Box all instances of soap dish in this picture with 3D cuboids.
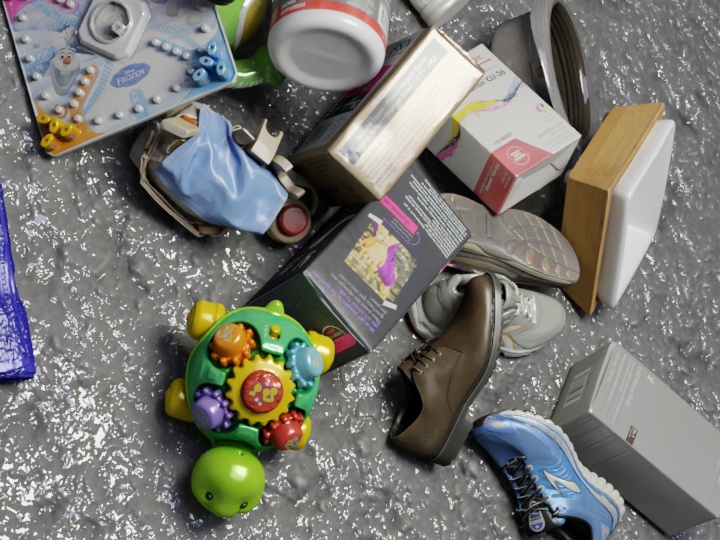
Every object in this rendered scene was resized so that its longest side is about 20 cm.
[{"bbox_3d":[0.281,-0.072,1.743,0.080,0.201,0.158,22,51,19],"label":"soap dish"}]

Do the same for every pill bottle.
[{"bbox_3d":[-0.024,-0.287,1.530,0.115,0.116,0.202,22,57,-25],"label":"pill bottle"}]

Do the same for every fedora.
[{"bbox_3d":[0.205,-0.214,1.785,0.177,0.089,0.202,-42,117,-63],"label":"fedora"}]

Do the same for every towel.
[{"bbox_3d":[-0.363,0.003,1.352,0.146,0.049,0.202,-4,73,-36],"label":"towel"}]

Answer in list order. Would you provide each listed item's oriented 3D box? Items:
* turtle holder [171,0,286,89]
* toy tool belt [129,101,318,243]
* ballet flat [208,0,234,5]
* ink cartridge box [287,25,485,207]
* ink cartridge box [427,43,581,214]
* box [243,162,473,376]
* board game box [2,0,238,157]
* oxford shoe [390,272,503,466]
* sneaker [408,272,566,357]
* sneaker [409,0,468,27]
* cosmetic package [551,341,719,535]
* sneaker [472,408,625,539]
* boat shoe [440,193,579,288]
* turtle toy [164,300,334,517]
[{"bbox_3d":[-0.143,-0.275,1.542,0.131,0.142,0.186,-30,59,-23],"label":"turtle holder"},{"bbox_3d":[-0.119,-0.086,1.500,0.199,0.123,0.126,33,81,-18],"label":"toy tool belt"},{"bbox_3d":[-0.123,-0.330,1.469,0.066,0.057,0.202,17,46,-26],"label":"ballet flat"},{"bbox_3d":[0.019,-0.149,1.550,0.075,0.200,0.165,40,80,-11],"label":"ink cartridge box"},{"bbox_3d":[0.127,-0.169,1.703,0.116,0.068,0.200,-31,67,-36],"label":"ink cartridge box"},{"bbox_3d":[0.000,0.000,1.553,0.106,0.122,0.200,50,52,-8],"label":"box"},{"bbox_3d":[-0.235,-0.234,1.464,0.026,0.198,0.202,34,36,-74],"label":"board game box"},{"bbox_3d":[0.085,0.093,1.560,0.084,0.073,0.202,20,93,-20],"label":"oxford shoe"},{"bbox_3d":[0.152,0.043,1.659,0.198,0.092,0.077,4,68,-34],"label":"sneaker"},{"bbox_3d":[0.122,-0.366,1.829,0.089,0.075,0.200,47,53,6],"label":"sneaker"},{"bbox_3d":[0.311,0.187,1.711,0.199,0.090,0.107,36,52,-13],"label":"cosmetic package"},{"bbox_3d":[0.191,0.223,1.619,0.200,0.078,0.090,42,51,-13],"label":"sneaker"},{"bbox_3d":[0.145,-0.025,1.696,0.198,0.073,0.075,21,54,-19],"label":"boat shoe"},{"bbox_3d":[-0.103,0.125,1.426,0.144,0.101,0.202,16,93,-14],"label":"turtle toy"}]
